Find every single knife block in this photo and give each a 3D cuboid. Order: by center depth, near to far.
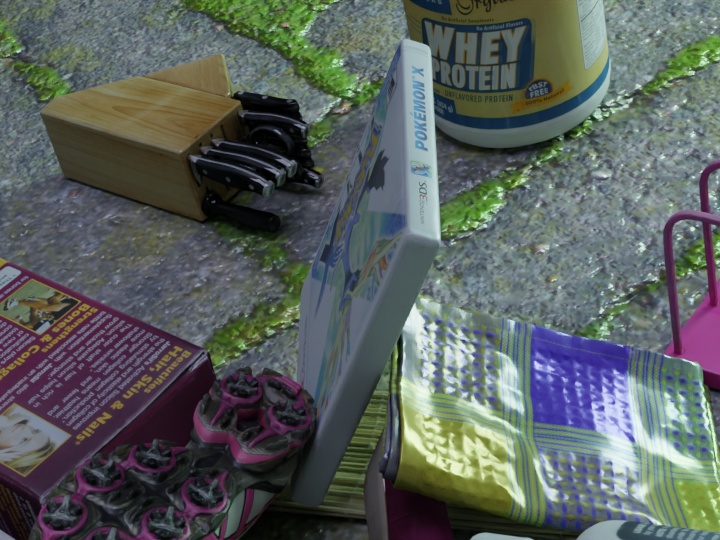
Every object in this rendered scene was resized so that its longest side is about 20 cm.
[{"bbox_3d":[-0.131,-0.079,1.138,0.198,0.064,0.176,-14,37,1],"label":"knife block"}]

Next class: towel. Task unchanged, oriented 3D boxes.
[{"bbox_3d":[0.103,0.079,0.829,0.198,0.023,0.144,15,39,-8],"label":"towel"}]

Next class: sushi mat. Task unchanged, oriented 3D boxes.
[{"bbox_3d":[0.043,0.107,0.891,0.198,0.012,0.096,2,41,21],"label":"sushi mat"}]

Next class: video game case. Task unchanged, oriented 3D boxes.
[{"bbox_3d":[0.000,0.000,0.880,0.022,0.201,0.183,15,38,-12],"label":"video game case"}]

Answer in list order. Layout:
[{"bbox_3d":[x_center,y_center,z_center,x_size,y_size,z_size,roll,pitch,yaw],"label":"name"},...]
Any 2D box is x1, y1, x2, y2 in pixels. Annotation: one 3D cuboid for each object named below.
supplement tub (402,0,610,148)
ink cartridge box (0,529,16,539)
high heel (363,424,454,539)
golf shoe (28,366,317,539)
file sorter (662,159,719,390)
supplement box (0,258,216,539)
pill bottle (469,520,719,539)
[{"bbox_3d":[0.099,-0.206,1.110,0.143,0.201,0.145,-9,38,7],"label":"supplement tub"},{"bbox_3d":[-0.196,0.216,0.776,0.199,0.083,0.147,22,51,37],"label":"ink cartridge box"},{"bbox_3d":[0.043,0.129,0.829,0.095,0.068,0.201,25,55,6],"label":"high heel"},{"bbox_3d":[-0.094,0.128,0.802,0.072,0.093,0.199,32,33,22],"label":"golf shoe"},{"bbox_3d":[0.277,-0.030,0.895,0.138,0.126,0.200,18,48,34],"label":"file sorter"},{"bbox_3d":[-0.184,0.091,0.912,0.199,0.104,0.131,21,50,38],"label":"supplement box"},{"bbox_3d":[0.141,0.175,0.690,0.198,0.120,0.120,5,42,23],"label":"pill bottle"}]
